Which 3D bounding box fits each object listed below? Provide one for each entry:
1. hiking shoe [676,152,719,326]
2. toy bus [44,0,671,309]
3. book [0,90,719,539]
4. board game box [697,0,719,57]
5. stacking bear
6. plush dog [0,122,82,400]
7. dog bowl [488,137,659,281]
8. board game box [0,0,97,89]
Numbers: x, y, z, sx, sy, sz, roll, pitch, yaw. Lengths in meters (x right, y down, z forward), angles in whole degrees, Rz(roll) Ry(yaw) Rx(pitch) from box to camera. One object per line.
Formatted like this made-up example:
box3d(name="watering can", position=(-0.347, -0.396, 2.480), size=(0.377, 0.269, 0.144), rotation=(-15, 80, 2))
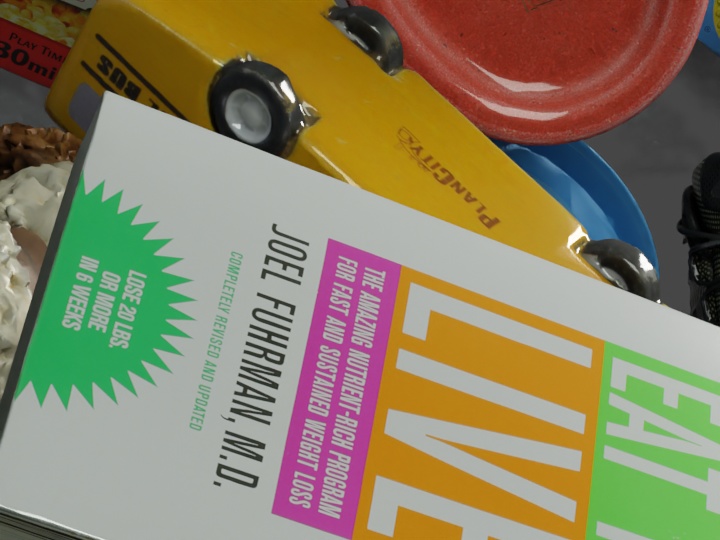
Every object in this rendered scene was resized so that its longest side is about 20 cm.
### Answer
box3d(name="hiking shoe", position=(0.131, 0.012, 0.998), size=(0.200, 0.076, 0.101), rotation=(-79, 148, -46))
box3d(name="toy bus", position=(0.001, -0.015, 0.903), size=(0.200, 0.078, 0.065), rotation=(43, 40, 12))
box3d(name="book", position=(0.016, 0.047, 0.702), size=(0.200, 0.048, 0.134), rotation=(20, 47, -10))
box3d(name="board game box", position=(0.252, -0.110, 1.085), size=(0.200, 0.196, 0.056), rotation=(38, 25, 5))
box3d(name="stacking bear", position=(0.048, -0.117, 1.016), size=(0.121, 0.200, 0.114), rotation=(-20, 106, 1))
box3d(name="plush dog", position=(-0.109, 0.021, 0.843), size=(0.172, 0.161, 0.200), rotation=(-10, 61, -32))
box3d(name="dog bowl", position=(0.000, 0.000, 0.984), size=(0.200, 0.050, 0.112), rotation=(1, 57, -25))
box3d(name="board game box", position=(-0.086, -0.151, 0.948), size=(0.151, 0.200, 0.046), rotation=(22, 40, -9))
